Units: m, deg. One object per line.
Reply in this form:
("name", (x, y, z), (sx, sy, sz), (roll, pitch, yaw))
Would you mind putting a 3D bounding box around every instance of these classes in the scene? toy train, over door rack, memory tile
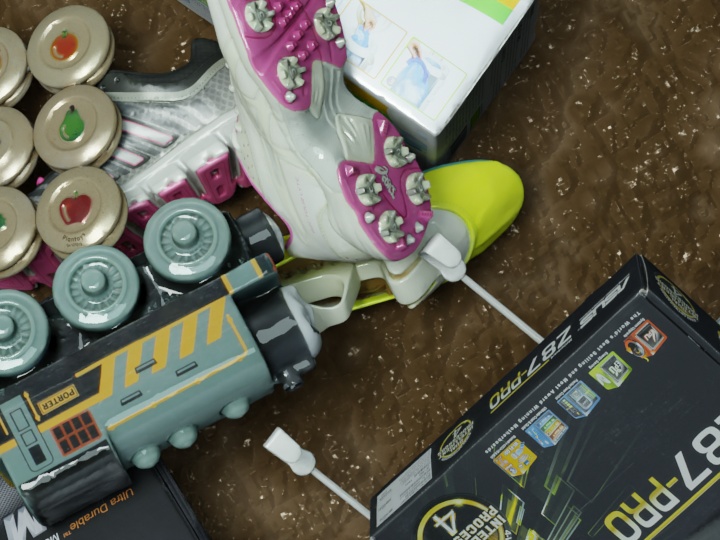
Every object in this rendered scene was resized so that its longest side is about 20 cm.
("toy train", (-0.118, 0.046, 1.334), (0.199, 0.085, 0.114), (-27, 72, -7))
("over door rack", (0.062, 0.094, 1.387), (0.200, 0.067, 0.148), (40, 83, -15))
("memory tile", (-0.222, -0.060, 1.404), (0.199, 0.017, 0.154), (-13, 64, 17))

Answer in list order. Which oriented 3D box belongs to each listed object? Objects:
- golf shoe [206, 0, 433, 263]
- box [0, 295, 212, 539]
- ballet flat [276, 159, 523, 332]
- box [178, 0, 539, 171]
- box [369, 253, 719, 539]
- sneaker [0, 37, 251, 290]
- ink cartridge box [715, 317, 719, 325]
("golf shoe", (-0.043, -0.087, 1.335), (0.075, 0.091, 0.201), (-40, 109, -43))
("box", (-0.194, 0.143, 1.367), (0.200, 0.050, 0.199), (-32, 58, -4))
("ballet flat", (0.000, 0.000, 1.407), (0.199, 0.067, 0.067), (-18, 123, 1))
("box", (-0.011, -0.157, 1.413), (0.200, 0.113, 0.102), (35, 83, 7))
("box", (0.127, 0.113, 1.309), (0.161, 0.049, 0.200), (41, 109, -17))
("sneaker", (-0.136, -0.062, 1.422), (0.199, 0.074, 0.088), (-29, 68, 3))
("ink cartridge box", (0.251, 0.052, 1.342), (0.159, 0.047, 0.201), (16, 112, -15))
